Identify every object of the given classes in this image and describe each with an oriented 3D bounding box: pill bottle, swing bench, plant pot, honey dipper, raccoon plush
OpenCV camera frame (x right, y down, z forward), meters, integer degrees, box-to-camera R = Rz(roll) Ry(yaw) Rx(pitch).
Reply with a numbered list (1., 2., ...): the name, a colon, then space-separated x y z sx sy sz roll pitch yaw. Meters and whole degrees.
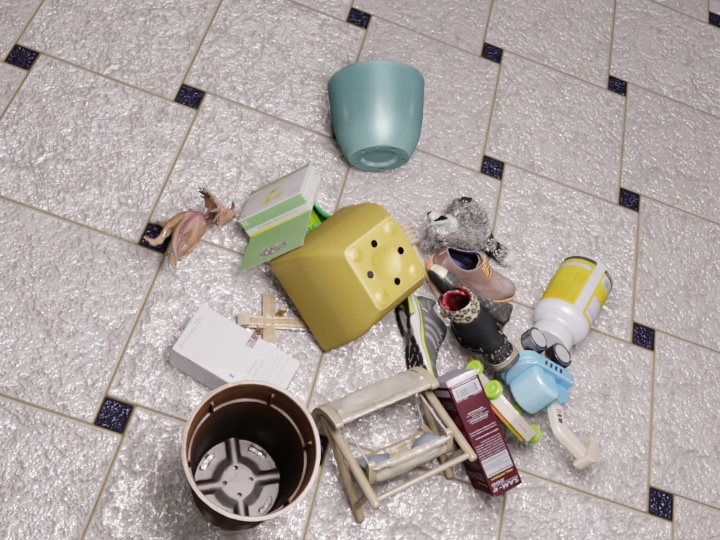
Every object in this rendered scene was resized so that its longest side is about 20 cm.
1. pill bottle: 0.403 0.072 1.567 0.111 0.112 0.201 36 59 5
2. swing bench: 0.050 0.274 1.344 0.196 0.130 0.202 -19 70 -23
3. plant pot: 0.000 0.000 1.387 0.195 0.199 0.196 -37 100 -28
4. plant pot: 0.033 -0.295 1.616 0.197 0.201 0.164 3 73 -15
5. plant pot: -0.174 0.296 1.225 0.197 0.199 0.203 7 60 -12
6. honey dipper: 0.126 -0.002 1.570 0.038 0.038 0.202 -19 71 -24
7. raccoon plush: 0.211 -0.055 1.574 0.199 0.097 0.134 33 47 3

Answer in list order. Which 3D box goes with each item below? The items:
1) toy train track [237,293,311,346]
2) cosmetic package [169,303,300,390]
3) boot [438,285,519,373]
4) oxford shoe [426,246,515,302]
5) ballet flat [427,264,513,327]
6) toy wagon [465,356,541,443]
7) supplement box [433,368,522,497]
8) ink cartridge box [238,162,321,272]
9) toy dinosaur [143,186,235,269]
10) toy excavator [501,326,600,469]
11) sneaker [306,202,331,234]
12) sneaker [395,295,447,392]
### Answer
1. toy train track: -0.120 0.090 1.449 0.197 0.033 0.116 4 61 -16
2. cosmetic package: -0.212 0.156 1.365 0.198 0.074 0.102 30 58 0
3. boot: 0.189 0.082 1.431 0.073 0.204 0.154 -41 115 -2
4. oxford shoe: 0.227 0.009 1.560 0.197 0.073 0.072 18 54 -22
5. ballet flat: 0.205 0.042 1.531 0.199 0.066 0.057 34 80 -22
6. toy wagon: 0.238 0.222 1.429 0.040 0.200 0.155 -42 122 1
7. supplement box: 0.192 0.269 1.365 0.060 0.109 0.203 -21 88 -12
8. ink cartridge box: -0.152 -0.097 1.449 0.048 0.144 0.201 54 28 -28
9. toy dinosaur: -0.296 -0.082 1.425 0.135 0.200 0.086 -35 102 10
10. toy excavator: 0.335 0.233 1.441 0.193 0.100 0.202 30 41 -23
11. sneaker: -0.073 -0.053 1.509 0.073 0.084 0.201 -28 77 -26
12. sneaker: 0.125 0.131 1.479 0.080 0.074 0.203 -1 65 -21
